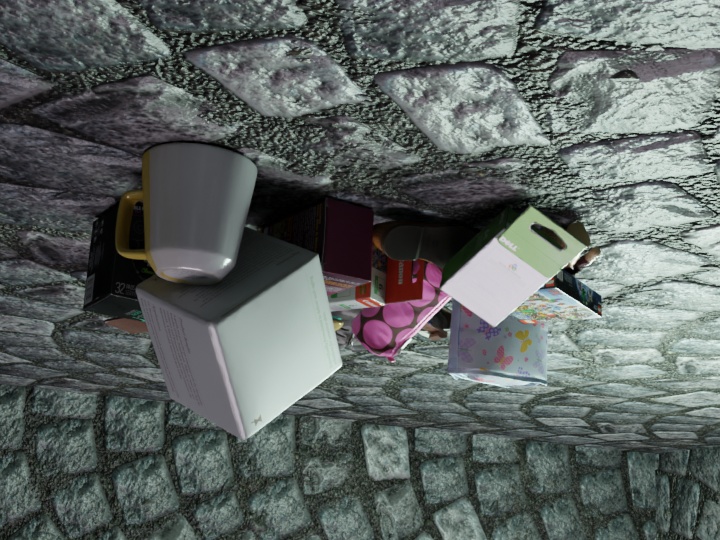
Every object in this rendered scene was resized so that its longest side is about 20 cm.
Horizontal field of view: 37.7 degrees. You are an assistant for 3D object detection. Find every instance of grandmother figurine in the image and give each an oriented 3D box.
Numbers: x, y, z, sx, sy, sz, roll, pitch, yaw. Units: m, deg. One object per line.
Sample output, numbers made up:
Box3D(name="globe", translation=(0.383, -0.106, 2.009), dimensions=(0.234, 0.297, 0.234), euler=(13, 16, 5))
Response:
Box3D(name="grandmother figurine", translation=(0.301, -0.016, 1.600), dimensions=(0.121, 0.061, 0.200), euler=(9, 163, 13))

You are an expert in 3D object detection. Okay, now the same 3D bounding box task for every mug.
Box3D(name="mug", translation=(-0.221, -0.061, 1.368), dimensions=(0.149, 0.154, 0.186), euler=(11, 163, -27))

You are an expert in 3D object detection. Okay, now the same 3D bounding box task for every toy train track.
Box3D(name="toy train track", translation=(0.066, 0.074, 1.748), dimensions=(0.200, 0.033, 0.115), euler=(32, 148, -30))

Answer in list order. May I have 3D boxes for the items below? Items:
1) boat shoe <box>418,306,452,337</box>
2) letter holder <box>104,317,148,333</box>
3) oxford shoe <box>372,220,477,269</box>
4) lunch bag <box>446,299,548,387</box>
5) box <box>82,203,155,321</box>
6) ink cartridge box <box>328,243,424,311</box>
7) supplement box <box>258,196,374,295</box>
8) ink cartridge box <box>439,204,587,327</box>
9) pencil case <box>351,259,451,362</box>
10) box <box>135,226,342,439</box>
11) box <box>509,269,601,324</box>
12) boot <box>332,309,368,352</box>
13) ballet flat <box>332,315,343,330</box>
Box3D(name="boat shoe", translation=(0.104, 0.083, 1.957), dimensions=(0.060, 0.074, 0.200), euler=(-19, 151, 41))
Box3D(name="letter holder", translation=(-0.375, 0.040, 1.858), dimensions=(0.200, 0.101, 0.142), euler=(-7, 159, 34))
Box3D(name="oxford shoe", translation=(0.102, -0.045, 1.558), dimensions=(0.200, 0.072, 0.071), euler=(11, -167, -33))
Box3D(name="lunch bag", translation=(0.230, 0.113, 1.862), dimensions=(0.200, 0.170, 0.127), euler=(12, 165, -39))
Box3D(name="box", translation=(-0.299, -0.001, 1.602), dimensions=(0.200, 0.149, 0.124), euler=(13, 161, -32))
Box3D(name="ink cartridge box", translation=(0.000, 0.000, 1.618), dimensions=(0.200, 0.109, 0.050), euler=(-8, 160, 32))
Box3D(name="supplement box", translation=(-0.071, -0.023, 1.547), dimensions=(0.085, 0.111, 0.200), euler=(13, 162, -32))
Box3D(name="ink cartridge box", translation=(0.213, -0.019, 1.478), dimensions=(0.104, 0.059, 0.200), euler=(35, 127, -12))
Box3D(name="pencil case", translation=(0.081, 0.050, 1.648), dimensions=(0.200, 0.094, 0.091), euler=(-48, 155, 26))
Box3D(name="box", translation=(-0.163, 0.079, 1.453), dimensions=(0.171, 0.199, 0.200), euler=(21, -137, 41))
Box3D(name="box", translation=(0.276, 0.040, 1.634), dimensions=(0.136, 0.038, 0.200), euler=(-8, 161, 31))
Box3D(name="boot", translation=(0.035, 0.085, 1.868), dimensions=(0.199, 0.070, 0.132), euler=(5, 128, -4))
Box3D(name="ballet flat", translation=(-0.112, 0.096, 1.819), dimensions=(0.200, 0.063, 0.069), euler=(10, 176, 40))
